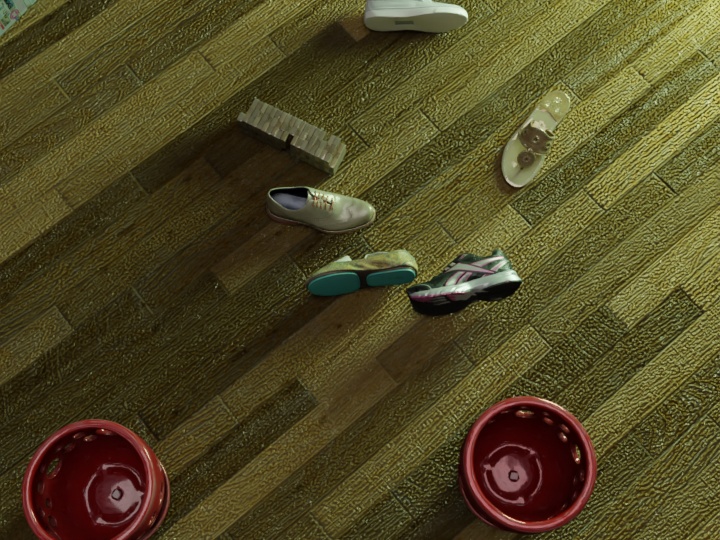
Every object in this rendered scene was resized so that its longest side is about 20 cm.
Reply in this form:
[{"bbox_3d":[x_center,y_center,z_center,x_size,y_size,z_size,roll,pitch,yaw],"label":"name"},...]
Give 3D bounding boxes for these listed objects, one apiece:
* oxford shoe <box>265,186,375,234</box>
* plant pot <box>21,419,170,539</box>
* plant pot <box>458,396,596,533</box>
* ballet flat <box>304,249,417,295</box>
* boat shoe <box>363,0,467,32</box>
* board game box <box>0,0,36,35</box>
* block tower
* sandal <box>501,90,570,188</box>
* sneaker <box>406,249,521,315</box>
[{"bbox_3d":[-0.073,-0.111,1.619,0.199,0.074,0.071,3,73,1],"label":"oxford shoe"},{"bbox_3d":[-0.402,0.344,1.417,0.200,0.183,0.201,0,73,0],"label":"plant pot"},{"bbox_3d":[0.251,0.311,1.422,0.200,0.183,0.201,0,73,0],"label":"plant pot"},{"bbox_3d":[0.000,0.000,1.595,0.199,0.071,0.071,-8,73,-2],"label":"ballet flat"},{"bbox_3d":[0.107,-0.504,1.752,0.199,0.072,0.069,-1,73,9],"label":"boat shoe"},{"bbox_3d":[-0.687,-0.534,1.712,0.064,0.148,0.200,36,75,9],"label":"board game box"},{"bbox_3d":[-0.126,-0.249,1.673,0.200,0.054,0.058,25,73,7],"label":"block tower"},{"bbox_3d":[0.325,-0.255,1.668,0.078,0.070,0.212,30,75,9],"label":"sandal"},{"bbox_3d":[0.173,0.017,1.582,0.199,0.080,0.087,-10,60,-11],"label":"sneaker"}]
